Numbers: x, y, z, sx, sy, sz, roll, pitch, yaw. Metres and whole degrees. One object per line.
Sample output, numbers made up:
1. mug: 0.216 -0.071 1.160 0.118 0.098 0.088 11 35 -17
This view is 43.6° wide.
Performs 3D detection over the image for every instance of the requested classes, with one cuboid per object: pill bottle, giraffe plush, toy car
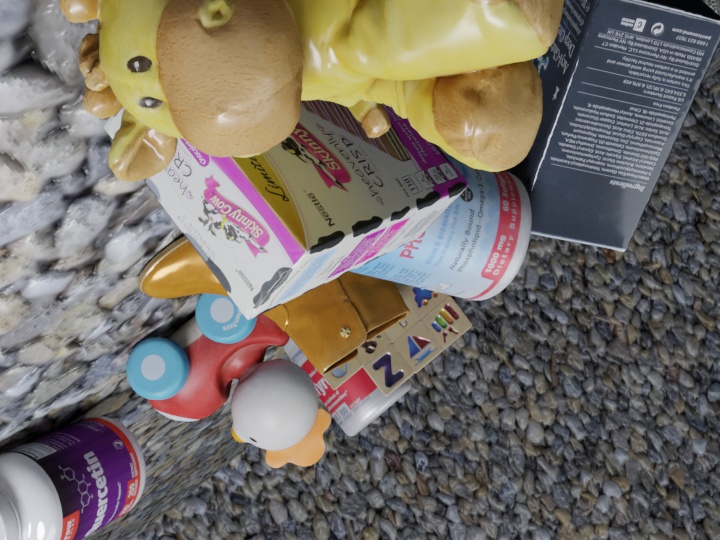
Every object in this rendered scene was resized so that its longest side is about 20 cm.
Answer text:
1. pill bottle: -0.032 0.108 1.200 0.112 0.201 0.112 -37 171 -7
2. giraffe plush: -0.036 -0.108 0.378 0.160 0.176 0.199 -22 -163 -27
3. pill bottle: 0.027 -0.047 0.707 0.197 0.111 0.109 12 144 -25
4. pill bottle: -0.314 0.226 0.910 0.112 0.113 0.199 -42 171 21
5. toy car: -0.122 0.135 0.966 0.176 0.201 0.184 -38 171 -2

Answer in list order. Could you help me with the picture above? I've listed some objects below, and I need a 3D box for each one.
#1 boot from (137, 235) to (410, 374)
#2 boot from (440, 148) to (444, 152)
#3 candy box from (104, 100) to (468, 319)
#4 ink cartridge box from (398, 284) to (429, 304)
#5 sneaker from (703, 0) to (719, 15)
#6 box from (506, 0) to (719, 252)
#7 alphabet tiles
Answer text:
1. boot: -0.068 0.023 0.741 0.198 0.146 0.071 -24 163 -16
2. boot: 0.055 -0.138 0.740 0.199 0.072 0.155 -36 168 -47
3. candy box: -0.033 -0.067 0.538 0.061 0.137 0.199 -45 170 33
4. ink cartridge box: 0.040 -0.038 0.886 0.199 0.200 0.041 -39 127 0
5. sneaker: 0.326 -0.304 0.783 0.078 0.090 0.204 -152 -100 -81
6. box: 0.194 -0.147 0.755 0.149 0.105 0.203 -94 -164 -57
7. alphabet tiles: 0.000 0.000 0.795 0.166 0.201 0.006 -38 174 -3
